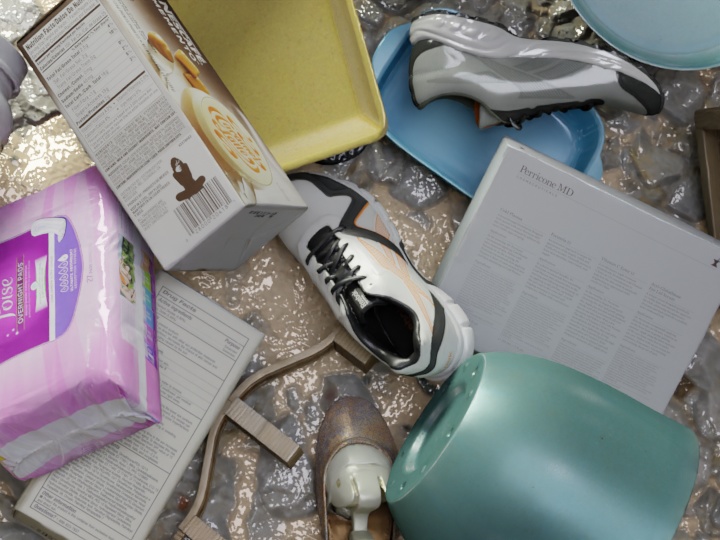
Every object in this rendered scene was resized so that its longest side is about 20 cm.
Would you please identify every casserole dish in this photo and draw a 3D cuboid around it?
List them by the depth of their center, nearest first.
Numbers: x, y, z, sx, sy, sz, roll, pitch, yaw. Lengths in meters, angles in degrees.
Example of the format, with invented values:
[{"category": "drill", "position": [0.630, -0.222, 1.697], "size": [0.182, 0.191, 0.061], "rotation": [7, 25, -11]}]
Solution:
[{"category": "casserole dish", "position": [0.094, -0.113, 1.702], "size": [0.199, 0.039, 0.122], "rotation": [34, 75, -3]}]

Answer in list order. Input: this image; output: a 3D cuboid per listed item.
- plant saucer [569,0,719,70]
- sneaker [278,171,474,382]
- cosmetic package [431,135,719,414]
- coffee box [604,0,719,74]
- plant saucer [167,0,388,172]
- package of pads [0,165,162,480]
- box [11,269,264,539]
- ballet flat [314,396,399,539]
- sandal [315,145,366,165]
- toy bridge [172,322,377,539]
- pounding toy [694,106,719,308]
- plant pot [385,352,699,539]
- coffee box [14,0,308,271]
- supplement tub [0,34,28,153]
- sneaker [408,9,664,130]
[{"category": "plant saucer", "position": [0.236, -0.246, 1.680], "size": [0.199, 0.027, 0.202], "rotation": [2, 79, -12]}, {"category": "sneaker", "position": [0.000, 0.000, 1.616], "size": [0.200, 0.080, 0.074], "rotation": [45, 109, 18]}, {"category": "cosmetic package", "position": [0.163, 0.011, 1.659], "size": [0.199, 0.052, 0.151], "rotation": [26, 103, -6]}, {"category": "coffee box", "position": [0.211, -0.263, 1.733], "size": [0.113, 0.080, 0.201], "rotation": [-33, 88, -14]}, {"category": "plant saucer", "position": [-0.088, -0.162, 1.635], "size": [0.199, 0.048, 0.201], "rotation": [-18, 84, 17]}, {"category": "package of pads", "position": [-0.203, 0.035, 1.536], "size": [0.120, 0.076, 0.201], "rotation": [-22, 50, 18]}, {"category": "box", "position": [-0.159, 0.111, 1.586], "size": [0.095, 0.078, 0.201], "rotation": [33, 75, -4]}, {"category": "ballet flat", "position": [0.002, 0.188, 1.611], "size": [0.068, 0.067, 0.202], "rotation": [0, 79, -10]}, {"category": "sandal", "position": [-0.040, -0.180, 1.688], "size": [0.075, 0.048, 0.202], "rotation": [-8, 93, -14]}, {"category": "toy bridge", "position": [-0.073, 0.118, 1.622], "size": [0.067, 0.027, 0.200], "rotation": [36, 79, 14]}, {"category": "pounding toy", "position": [0.346, -0.068, 1.687], "size": [0.141, 0.200, 0.186], "rotation": [-9, 96, -13]}, {"category": "plant pot", "position": [0.115, 0.153, 1.566], "size": [0.160, 0.200, 0.201], "rotation": [33, 75, -9]}, {"category": "coffee box", "position": [-0.139, -0.102, 1.565], "size": [0.080, 0.114, 0.201], "rotation": [-38, 76, 16]}, {"category": "supplement tub", "position": [-0.332, -0.085, 1.552], "size": [0.144, 0.145, 0.201], "rotation": [28, 75, -5]}, {"category": "sneaker", "position": [0.130, -0.138, 1.665], "size": [0.199, 0.074, 0.080], "rotation": [10, 86, -4]}]
